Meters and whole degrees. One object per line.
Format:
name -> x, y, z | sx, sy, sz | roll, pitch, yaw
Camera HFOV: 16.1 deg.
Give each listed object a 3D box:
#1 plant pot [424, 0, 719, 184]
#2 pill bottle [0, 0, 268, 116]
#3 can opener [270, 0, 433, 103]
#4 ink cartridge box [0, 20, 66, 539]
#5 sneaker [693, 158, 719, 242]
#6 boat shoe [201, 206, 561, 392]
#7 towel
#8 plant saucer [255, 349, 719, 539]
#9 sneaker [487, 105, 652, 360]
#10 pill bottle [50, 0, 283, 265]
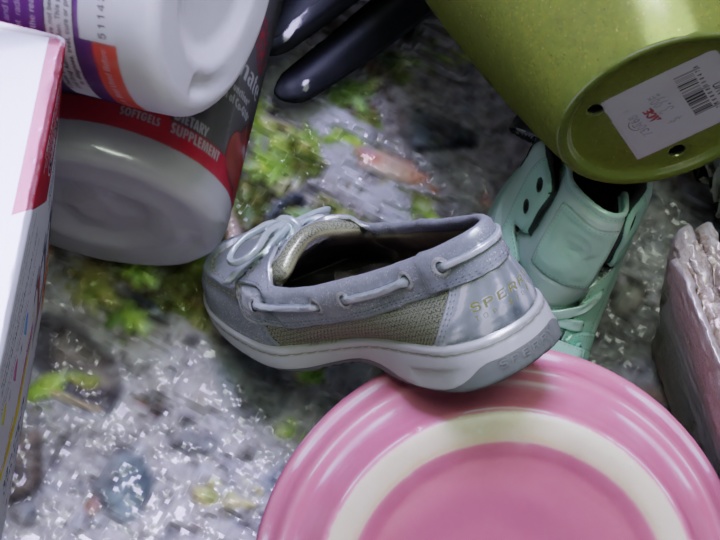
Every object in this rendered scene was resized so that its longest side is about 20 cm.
plant pot -> 0.095, -0.142, 1.029 | 0.187, 0.187, 0.200 | -8, 56, -14
pill bottle -> -0.143, -0.134, 0.992 | 0.200, 0.111, 0.112 | 15, 61, 19
can opener -> 0.027, -0.147, 1.180 | 0.200, 0.079, 0.063 | -48, 119, -23
ink cartridge box -> -0.197, 0.006, 0.978 | 0.144, 0.200, 0.146 | 9, 65, -5
sneaker -> 0.174, -0.064, 1.153 | 0.088, 0.074, 0.200 | 24, 52, 4
boat shoe -> -0.001, 0.001, 1.030 | 0.074, 0.202, 0.065 | -32, 114, -26
towel -> 0.165, 0.089, 1.040 | 0.034, 0.133, 0.200 | -15, 67, -3
plant saucer -> 0.056, 0.129, 1.004 | 0.200, 0.051, 0.201 | 0, 88, -2
sneaker -> 0.067, 0.019, 1.064 | 0.074, 0.118, 0.201 | 19, 64, -2
pill bottle -> -0.090, -0.113, 1.096 | 0.111, 0.111, 0.200 | 14, 68, -3
